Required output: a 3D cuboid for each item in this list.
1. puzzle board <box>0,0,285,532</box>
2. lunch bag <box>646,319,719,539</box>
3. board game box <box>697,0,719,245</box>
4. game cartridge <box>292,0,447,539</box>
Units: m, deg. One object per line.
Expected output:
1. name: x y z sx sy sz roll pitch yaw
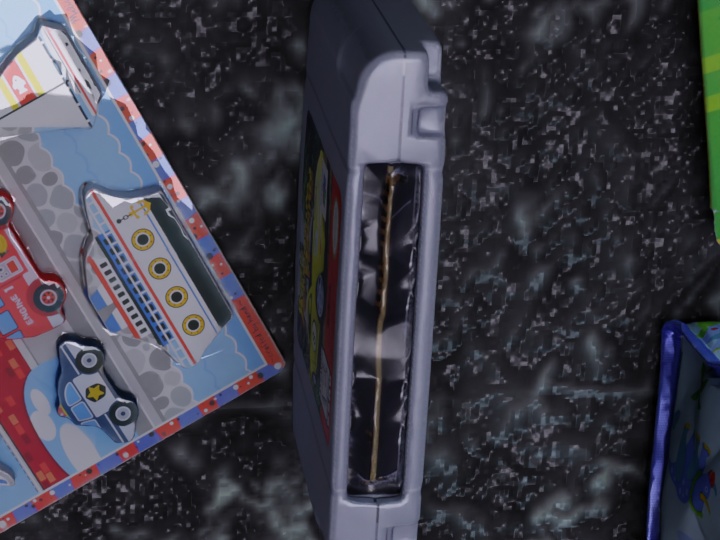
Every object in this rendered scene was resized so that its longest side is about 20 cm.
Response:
1. puzzle board: -0.138 -0.003 0.842 0.150 0.017 0.201 -29 115 0
2. lunch bag: 0.209 0.124 0.909 0.169 0.127 0.202 -1 102 -12
3. board game box: 0.178 -0.105 0.851 0.095 0.030 0.201 -3 111 12
4. game cartridge: 0.000 0.000 0.809 0.041 0.133 0.201 1 110 -5
